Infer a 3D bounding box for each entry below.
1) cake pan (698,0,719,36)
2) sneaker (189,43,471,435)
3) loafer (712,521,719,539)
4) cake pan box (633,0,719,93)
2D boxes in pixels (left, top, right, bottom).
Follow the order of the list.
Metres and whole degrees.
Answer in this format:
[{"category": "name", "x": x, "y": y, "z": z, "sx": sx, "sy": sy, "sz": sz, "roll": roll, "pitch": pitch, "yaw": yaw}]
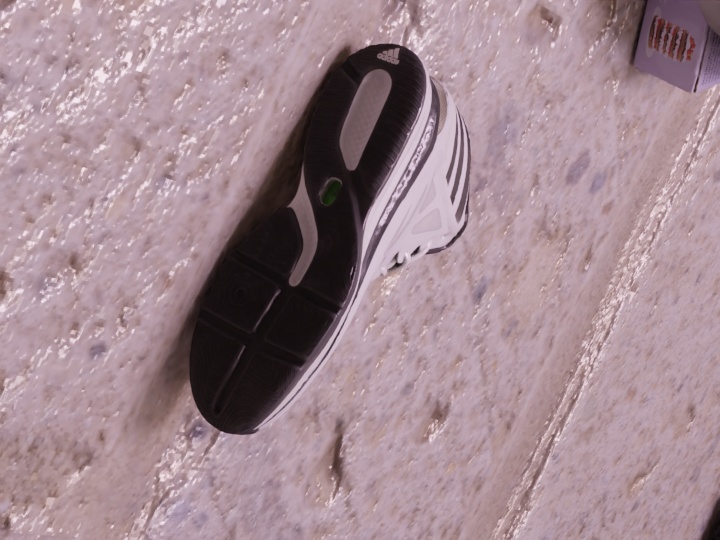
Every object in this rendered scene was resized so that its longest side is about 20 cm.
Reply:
[{"category": "cake pan", "x": 0.250, "y": -0.203, "z": 1.176, "sx": 0.200, "sy": 0.037, "sz": 0.202, "roll": -33, "pitch": 137, "yaw": -36}, {"category": "sneaker", "x": 0.000, "y": 0.000, "z": 1.041, "sx": 0.202, "sy": 0.075, "sz": 0.115, "roll": -62, "pitch": 146, "yaw": -3}, {"category": "loafer", "x": 0.304, "y": 0.198, "z": 1.632, "sx": 0.201, "sy": 0.068, "sz": 0.070, "roll": -58, "pitch": 140, "yaw": -14}, {"category": "cake pan box", "x": 0.247, "y": -0.218, "z": 1.240, "sx": 0.184, "sy": 0.052, "sz": 0.201, "roll": -26, "pitch": 135, "yaw": -45}]
